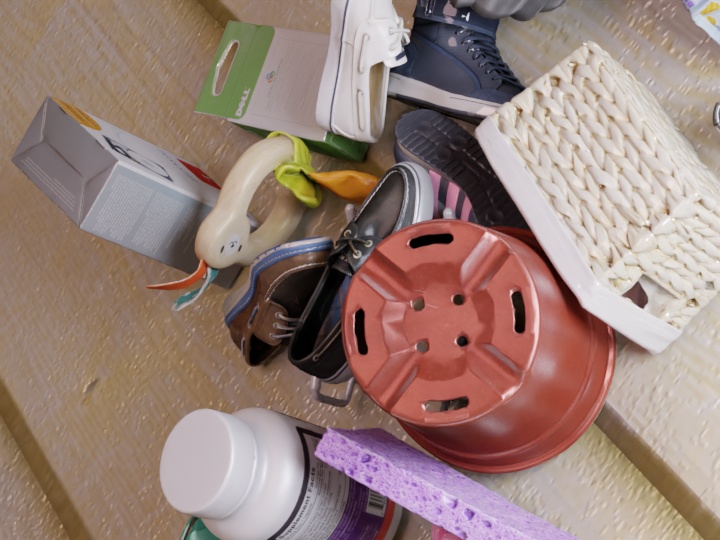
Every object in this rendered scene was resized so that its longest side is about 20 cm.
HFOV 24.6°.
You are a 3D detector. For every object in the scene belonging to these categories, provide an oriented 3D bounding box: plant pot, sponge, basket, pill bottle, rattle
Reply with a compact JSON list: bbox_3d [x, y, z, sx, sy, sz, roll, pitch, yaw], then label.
[{"bbox_3d":[0.081,0.049,1.250,0.199,0.195,0.203,-3,81,17],"label":"plant pot"},{"bbox_3d":[0.068,0.176,1.276,0.199,0.111,0.030,27,95,24],"label":"sponge"},{"bbox_3d":[0.201,-0.060,1.277,0.123,0.135,0.201,-41,51,17],"label":"basket"},{"bbox_3d":[-0.066,0.177,1.365,0.111,0.199,0.112,-17,62,36],"label":"pill bottle"},{"bbox_3d":[-0.079,-0.020,1.511,0.142,0.131,0.200,34,59,11],"label":"rattle"}]

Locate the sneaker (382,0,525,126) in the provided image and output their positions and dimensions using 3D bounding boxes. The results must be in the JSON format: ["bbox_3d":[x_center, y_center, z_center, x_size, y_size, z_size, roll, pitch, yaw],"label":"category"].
[{"bbox_3d":[0.111,-0.200,1.449,0.202,0.077,0.147,25,94,46],"label":"sneaker"}]

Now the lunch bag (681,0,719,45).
[{"bbox_3d":[0.318,-0.293,1.269,0.199,0.127,0.171,-33,56,20],"label":"lunch bag"}]

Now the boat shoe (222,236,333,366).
[{"bbox_3d":[-0.066,0.031,1.499,0.200,0.072,0.073,132,125,-61],"label":"boat shoe"}]

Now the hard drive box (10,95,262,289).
[{"bbox_3d":[-0.216,-0.075,1.609,0.156,0.199,0.077,40,100,42],"label":"hard drive box"}]

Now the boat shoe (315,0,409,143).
[{"bbox_3d":[0.012,-0.204,1.449,0.069,0.071,0.201,23,120,20],"label":"boat shoe"}]

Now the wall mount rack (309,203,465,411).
[{"bbox_3d":[0.033,0.037,1.428,0.199,0.074,0.175,4,76,42],"label":"wall mount rack"}]

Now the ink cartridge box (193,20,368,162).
[{"bbox_3d":[-0.065,-0.178,1.611,0.199,0.059,0.105,16,84,44],"label":"ink cartridge box"}]

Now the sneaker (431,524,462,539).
[{"bbox_3d":[0.102,0.265,1.262,0.096,0.078,0.200,-70,21,6],"label":"sneaker"}]

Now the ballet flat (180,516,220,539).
[{"bbox_3d":[-0.157,0.321,1.499,0.070,0.067,0.201,24,92,30],"label":"ballet flat"}]

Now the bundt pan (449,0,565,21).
[{"bbox_3d":[0.112,-0.294,1.421,0.076,0.200,0.203,120,143,-50],"label":"bundt pan"}]

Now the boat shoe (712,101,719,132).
[{"bbox_3d":[0.355,-0.114,1.205,0.199,0.067,0.072,-3,70,40],"label":"boat shoe"}]

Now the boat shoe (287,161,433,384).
[{"bbox_3d":[0.000,0.000,1.386,0.068,0.056,0.201,26,95,44],"label":"boat shoe"}]

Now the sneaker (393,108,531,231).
[{"bbox_3d":[0.101,-0.051,1.420,0.070,0.082,0.200,-27,60,-23],"label":"sneaker"}]
